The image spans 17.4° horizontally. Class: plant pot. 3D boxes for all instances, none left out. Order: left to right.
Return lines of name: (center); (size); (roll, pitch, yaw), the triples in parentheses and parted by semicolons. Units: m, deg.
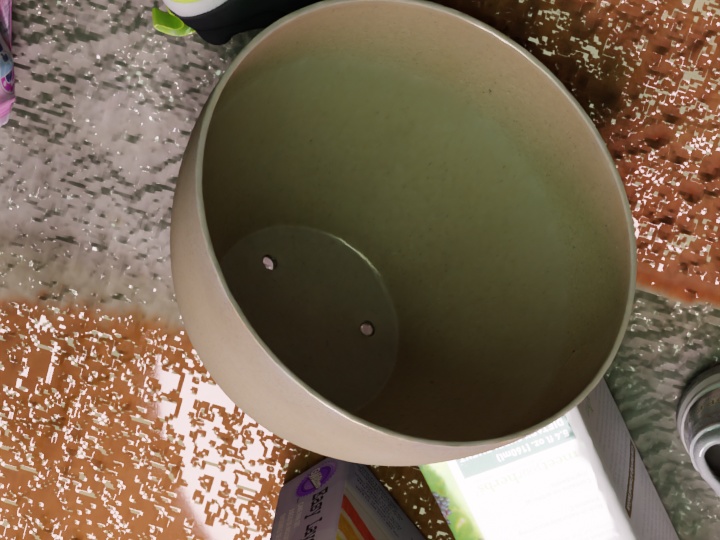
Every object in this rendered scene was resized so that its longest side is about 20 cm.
plant pot: (0.000, 0.000, 1.017); (0.200, 0.201, 0.134); (34, 149, -9)

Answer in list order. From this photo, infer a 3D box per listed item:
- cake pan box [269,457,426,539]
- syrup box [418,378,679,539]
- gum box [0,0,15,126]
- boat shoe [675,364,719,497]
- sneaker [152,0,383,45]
cake pan box: (0.027, 0.205, 1.090); (0.052, 0.184, 0.200); (-32, 106, 19)
syrup box: (0.103, 0.135, 1.106); (0.079, 0.081, 0.200); (-20, 109, 16)
gum box: (-0.247, -0.124, 1.038); (0.199, 0.066, 0.114); (7, 114, 3)
boat shoe: (0.232, 0.121, 1.093); (0.202, 0.065, 0.074); (38, 113, -11)
sneaker: (0.001, -0.149, 1.011); (0.199, 0.072, 0.083); (-14, 146, 8)
